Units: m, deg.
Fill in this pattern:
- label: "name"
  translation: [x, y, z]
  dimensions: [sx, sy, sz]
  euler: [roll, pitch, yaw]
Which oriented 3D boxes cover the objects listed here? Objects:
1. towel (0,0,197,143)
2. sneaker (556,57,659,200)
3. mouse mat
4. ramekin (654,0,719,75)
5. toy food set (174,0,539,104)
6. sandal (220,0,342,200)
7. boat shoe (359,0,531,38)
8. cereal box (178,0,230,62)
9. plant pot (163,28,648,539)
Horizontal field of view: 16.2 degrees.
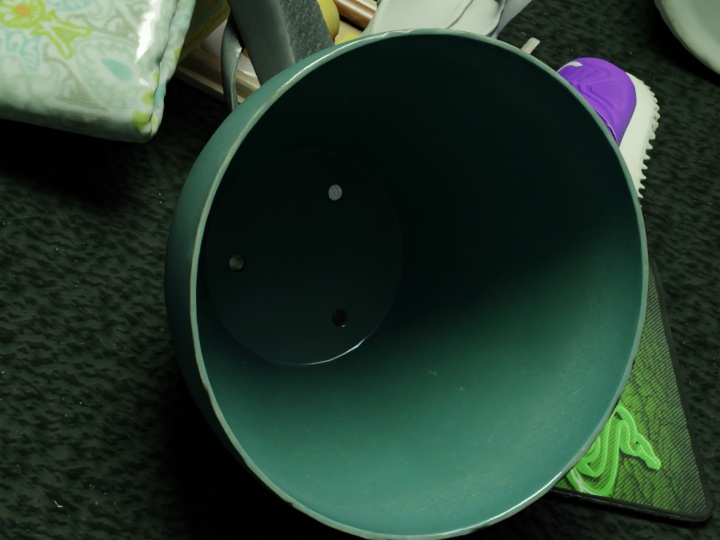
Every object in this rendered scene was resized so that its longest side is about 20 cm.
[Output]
- label: "towel"
  translation: [-0.154, -0.159, 1.177]
  dimensions: [0.170, 0.048, 0.201]
  euler: [9, 62, 11]
- label: "sneaker"
  translation: [0.084, -0.065, 1.223]
  dimensions: [0.099, 0.070, 0.201]
  euler: [36, 28, -13]
- label: "mouse mat"
  translation: [0.077, 0.034, 1.178]
  dimensions: [0.160, 0.008, 0.201]
  euler: [13, 38, -14]
- label: "ramekin"
  translation: [0.247, -0.184, 1.400]
  dimensions: [0.201, 0.203, 0.095]
  euler: [22, 46, 0]
- label: "toy food set"
  translation: [-0.019, -0.131, 1.291]
  dimensions: [0.199, 0.061, 0.144]
  euler: [28, 35, 8]
- label: "sandal"
  translation: [-0.042, -0.101, 1.175]
  dimensions: [0.043, 0.202, 0.076]
  euler: [-14, 5, 21]
- label: "boat shoe"
  translation: [0.043, -0.142, 1.233]
  dimensions: [0.071, 0.066, 0.200]
  euler: [2, 27, 26]
- label: "cereal box"
  translation: [-0.145, -0.175, 1.235]
  dimensions: [0.200, 0.040, 0.144]
  euler: [39, 71, 23]
- label: "plant pot"
  translation: [0.000, 0.000, 1.050]
  dimensions: [0.199, 0.202, 0.135]
  euler: [4, 4, -24]
